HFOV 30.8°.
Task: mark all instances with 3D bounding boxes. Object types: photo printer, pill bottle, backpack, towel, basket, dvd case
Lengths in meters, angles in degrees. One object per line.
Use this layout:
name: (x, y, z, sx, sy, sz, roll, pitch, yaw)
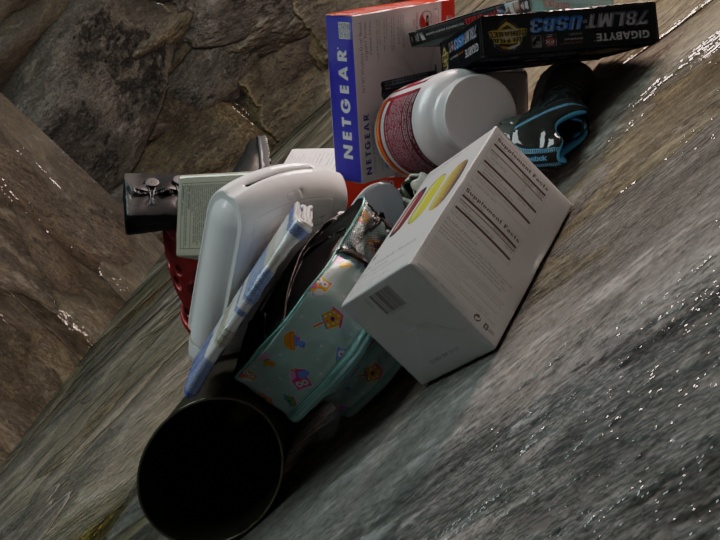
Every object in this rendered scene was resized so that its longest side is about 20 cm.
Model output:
photo printer: (-0.097, -0.020, 1.396, 0.166, 0.069, 0.202, -17, -48, -42)
pill bottle: (0.096, -0.164, 1.469, 0.113, 0.113, 0.200, -49, 14, -11)
backpack: (-0.027, 0.055, 1.280, 0.176, 0.153, 0.200, -44, 2, 40)
towel: (-0.105, 0.025, 1.254, 0.201, 0.024, 0.147, -57, 6, 6)
basket: (-0.131, 0.164, 1.366, 0.181, 0.136, 0.200, -53, 5, 23)
dvd case: (0.174, -0.289, 1.519, 0.145, 0.022, 0.199, -9, 1, -40)

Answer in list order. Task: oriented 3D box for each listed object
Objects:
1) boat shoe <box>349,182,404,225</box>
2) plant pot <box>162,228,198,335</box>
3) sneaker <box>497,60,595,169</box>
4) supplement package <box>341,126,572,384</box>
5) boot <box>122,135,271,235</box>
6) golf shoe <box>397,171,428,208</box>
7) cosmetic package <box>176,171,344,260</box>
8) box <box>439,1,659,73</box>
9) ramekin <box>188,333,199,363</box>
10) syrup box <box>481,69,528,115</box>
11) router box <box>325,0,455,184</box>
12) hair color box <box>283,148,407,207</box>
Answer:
boat shoe: (0.000, 0.000, 1.474, 0.070, 0.070, 0.202, 160, 123, -80)
plant pot: (-0.166, -0.002, 1.772, 0.201, 0.198, 0.184, -65, -20, -57)
sneaker: (0.215, -0.159, 1.387, 0.081, 0.074, 0.200, 3, 38, 35)
supplement package: (0.091, -0.015, 1.198, 0.114, 0.109, 0.201, -33, 18, 48)
boot: (-0.215, -0.116, 1.730, 0.198, 0.066, 0.165, -7, 35, -4)
golf shoe: (0.076, -0.078, 1.525, 0.077, 0.088, 0.200, -51, 11, -13)
cosmetic package: (-0.122, -0.065, 1.575, 0.198, 0.105, 0.073, 1, -4, 27)
box: (0.203, -0.255, 1.450, 0.198, 0.050, 0.198, -7, 2, -9)
ramekin: (-0.119, 0.078, 1.579, 0.201, 0.095, 0.203, -31, 18, 12)
syrup box: (0.164, -0.227, 1.647, 0.081, 0.080, 0.200, 0, 18, 3)
router box: (0.043, -0.222, 1.595, 0.179, 0.202, 0.049, -20, 23, -41)
hair color box: (-0.002, -0.113, 1.701, 0.198, 0.065, 0.111, -1, 25, 11)
